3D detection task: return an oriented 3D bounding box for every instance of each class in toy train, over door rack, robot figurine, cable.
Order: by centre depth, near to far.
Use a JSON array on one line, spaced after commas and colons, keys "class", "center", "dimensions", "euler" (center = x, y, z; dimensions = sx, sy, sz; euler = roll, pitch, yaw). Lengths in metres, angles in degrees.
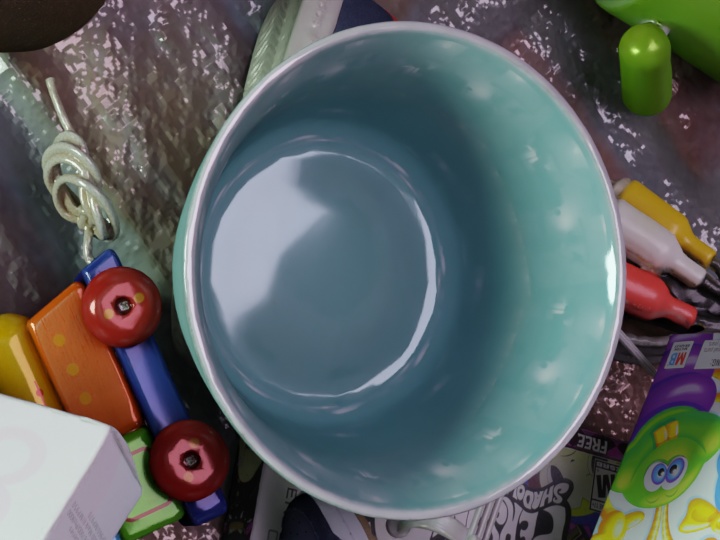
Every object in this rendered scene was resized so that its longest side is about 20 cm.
[{"class": "toy train", "center": [-0.144, 0.032, 1.108], "dimensions": [0.115, 0.085, 0.201], "euler": [-24, 90, -13]}, {"class": "over door rack", "center": [0.102, 0.102, 1.199], "dimensions": [0.200, 0.066, 0.148], "euler": [38, 63, -34]}, {"class": "cable", "center": [0.184, 0.020, 1.266], "dimensions": [0.199, 0.050, 0.097], "euler": [22, 47, 3]}, {"class": "robot figurine", "center": [0.177, -0.163, 1.290], "dimensions": [0.199, 0.116, 0.176], "euler": [29, 74, -22]}]

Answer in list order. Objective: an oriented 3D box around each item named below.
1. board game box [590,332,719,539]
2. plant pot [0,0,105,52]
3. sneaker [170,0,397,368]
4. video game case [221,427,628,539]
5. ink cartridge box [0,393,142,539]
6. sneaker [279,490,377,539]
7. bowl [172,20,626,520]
[{"class": "board game box", "center": [0.168, 0.138, 1.142], "dimensions": [0.105, 0.103, 0.201], "euler": [43, 60, -34]}, {"class": "plant pot", "center": [-0.183, -0.166, 1.046], "dimensions": [0.200, 0.186, 0.188], "euler": [29, 65, -58]}, {"class": "sneaker", "center": [-0.021, -0.038, 1.181], "dimensions": [0.084, 0.075, 0.201], "euler": [26, 70, -18]}, {"class": "video game case", "center": [0.028, 0.145, 1.201], "dimensions": [0.199, 0.036, 0.182], "euler": [18, 74, -26]}, {"class": "ink cartridge box", "center": [-0.199, 0.130, 0.999], "dimensions": [0.200, 0.162, 0.057], "euler": [-56, 144, -32]}, {"class": "sneaker", "center": [-0.039, 0.194, 1.097], "dimensions": [0.108, 0.070, 0.201], "euler": [-3, 80, -21]}, {"class": "bowl", "center": [0.000, 0.000, 1.087], "dimensions": [0.200, 0.105, 0.202], "euler": [0, 90, -26]}]
